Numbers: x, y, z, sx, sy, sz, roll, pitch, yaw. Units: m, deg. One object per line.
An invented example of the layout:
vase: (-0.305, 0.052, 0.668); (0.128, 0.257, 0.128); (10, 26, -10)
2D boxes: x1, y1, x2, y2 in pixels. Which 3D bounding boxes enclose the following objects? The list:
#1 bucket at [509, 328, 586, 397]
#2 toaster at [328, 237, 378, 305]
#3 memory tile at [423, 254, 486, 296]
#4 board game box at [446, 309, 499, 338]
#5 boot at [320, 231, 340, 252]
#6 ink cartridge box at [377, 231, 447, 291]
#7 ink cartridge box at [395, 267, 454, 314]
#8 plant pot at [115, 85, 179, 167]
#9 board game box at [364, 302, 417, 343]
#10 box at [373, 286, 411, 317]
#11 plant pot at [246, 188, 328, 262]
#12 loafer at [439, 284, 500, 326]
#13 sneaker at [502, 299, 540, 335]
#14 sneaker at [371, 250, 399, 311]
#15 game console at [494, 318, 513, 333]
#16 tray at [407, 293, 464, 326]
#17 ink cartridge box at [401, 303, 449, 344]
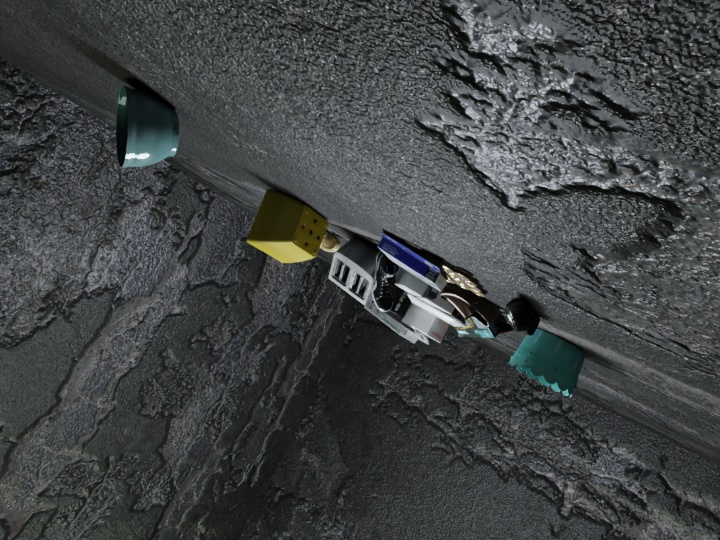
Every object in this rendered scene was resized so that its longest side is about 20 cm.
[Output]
bucket: (0.572, 0.275, 1.582); (0.206, 0.136, 0.207); (30, 176, 3)
toaster: (0.000, 0.000, 1.814); (0.180, 0.119, 0.201); (35, 138, 16)
memory tile: (0.261, 0.017, 1.429); (0.153, 0.017, 0.200); (26, 174, 34)
board game box: (0.363, 0.163, 1.744); (0.136, 0.028, 0.200); (57, 158, -9)
boot: (-0.185, -0.148, 2.062); (0.199, 0.073, 0.155); (33, -179, 34)
ink cartridge box: (0.143, -0.021, 1.458); (0.199, 0.041, 0.200); (34, 178, 20)
ink cartridge box: (0.211, 0.053, 1.708); (0.199, 0.085, 0.145); (30, 177, -15)
plant pot: (-0.552, -0.365, 1.356); (0.133, 0.202, 0.200); (-1, -166, -34)
board game box: (0.116, 0.192, 1.948); (0.200, 0.035, 0.126); (35, 180, 40)
box: (0.130, 0.073, 1.952); (0.086, 0.165, 0.200); (30, 175, -18)
plant pot: (-0.229, -0.141, 1.772); (0.175, 0.202, 0.200); (10, 165, 37)
loafer: (0.329, 0.109, 1.596); (0.199, 0.071, 0.073); (25, 156, 9)
sneaker: (0.394, 0.116, 1.325); (0.079, 0.076, 0.200); (29, 176, 36)
sneaker: (0.080, 0.034, 1.644); (0.072, 0.202, 0.112); (-1, -178, -9)
game console: (0.411, 0.134, 1.792); (0.171, 0.120, 0.199); (-6, -162, -34)
tray: (0.252, 0.140, 1.771); (0.199, 0.022, 0.107); (29, 180, 33)
ink cartridge box: (0.254, 0.161, 1.908); (0.125, 0.201, 0.128); (25, 174, 38)
